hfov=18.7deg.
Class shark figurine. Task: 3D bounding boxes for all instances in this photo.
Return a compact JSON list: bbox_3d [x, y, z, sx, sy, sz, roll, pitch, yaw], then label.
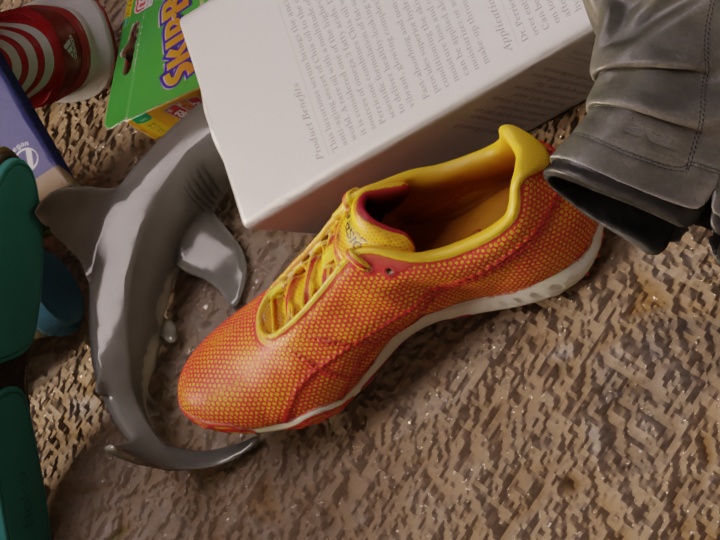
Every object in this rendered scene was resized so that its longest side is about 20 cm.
[{"bbox_3d":[-0.110,0.006,0.989,0.128,0.089,0.215,-20,49,38],"label":"shark figurine"}]

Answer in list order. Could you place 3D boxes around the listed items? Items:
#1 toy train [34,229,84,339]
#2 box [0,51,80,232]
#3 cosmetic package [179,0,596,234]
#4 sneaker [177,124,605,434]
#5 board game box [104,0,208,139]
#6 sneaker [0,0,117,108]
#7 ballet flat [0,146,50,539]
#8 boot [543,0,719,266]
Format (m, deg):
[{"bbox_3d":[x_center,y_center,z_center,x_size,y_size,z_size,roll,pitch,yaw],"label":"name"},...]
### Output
[{"bbox_3d":[-0.204,-0.018,1.113,0.116,0.085,0.200,-29,45,16],"label":"toy train"},{"bbox_3d":[-0.229,-0.082,1.054,0.121,0.032,0.200,-33,69,3],"label":"box"},{"bbox_3d":[0.030,-0.100,0.902,0.200,0.071,0.101,-27,72,31],"label":"cosmetic package"},{"bbox_3d":[0.000,0.000,0.875,0.200,0.077,0.073,-32,43,22],"label":"sneaker"},{"bbox_3d":[-0.044,-0.132,1.061,0.200,0.030,0.096,-18,52,36],"label":"board game box"},{"bbox_3d":[-0.231,-0.099,1.148,0.200,0.116,0.078,-18,90,42],"label":"sneaker"},{"bbox_3d":[-0.180,0.044,0.988,0.071,0.071,0.200,7,101,48],"label":"ballet flat"},{"bbox_3d":[0.094,-0.084,0.773,0.068,0.200,0.131,103,-167,-75],"label":"boot"}]
